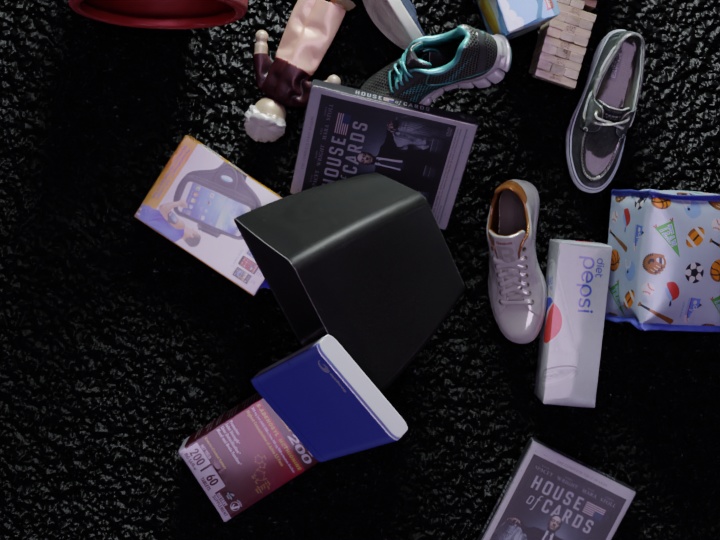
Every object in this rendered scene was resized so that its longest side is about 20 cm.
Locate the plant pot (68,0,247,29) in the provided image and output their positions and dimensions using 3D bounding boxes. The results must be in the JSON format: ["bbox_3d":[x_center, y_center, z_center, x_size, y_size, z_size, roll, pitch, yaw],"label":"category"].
[{"bbox_3d":[-0.224,-0.378,1.187,0.199,0.200,0.184,1,93,-2],"label":"plant pot"}]

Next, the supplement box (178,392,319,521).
[{"bbox_3d":[-0.111,0.207,1.315,0.199,0.061,0.109,-33,95,1],"label":"supplement box"}]

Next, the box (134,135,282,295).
[{"bbox_3d":[-0.160,-0.061,1.298,0.199,0.041,0.119,33,94,-2],"label":"box"}]

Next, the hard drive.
[{"bbox_3d":[-0.040,0.149,1.190,0.132,0.200,0.025,50,60,-5],"label":"hard drive"}]

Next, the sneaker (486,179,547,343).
[{"bbox_3d":[0.178,-0.009,1.283,0.072,0.085,0.201,-3,92,25],"label":"sneaker"}]

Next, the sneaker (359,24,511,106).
[{"bbox_3d":[0.070,-0.237,1.231,0.199,0.091,0.078,-20,70,31],"label":"sneaker"}]

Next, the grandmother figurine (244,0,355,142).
[{"bbox_3d":[-0.078,-0.243,1.277,0.121,0.061,0.201,33,97,23],"label":"grandmother figurine"}]

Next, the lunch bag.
[{"bbox_3d":[0.408,-0.011,1.281,0.199,0.124,0.171,4,96,-16],"label":"lunch bag"}]

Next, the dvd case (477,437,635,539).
[{"bbox_3d":[0.237,0.334,1.347,0.150,0.025,0.201,26,95,-4],"label":"dvd case"}]

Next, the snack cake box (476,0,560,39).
[{"bbox_3d":[0.159,-0.374,1.238,0.067,0.115,0.201,-20,95,0],"label":"snack cake box"}]

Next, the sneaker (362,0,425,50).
[{"bbox_3d":[0.034,-0.359,1.261,0.084,0.075,0.200,-38,104,-16],"label":"sneaker"}]

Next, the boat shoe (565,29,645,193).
[{"bbox_3d":[0.295,-0.193,1.281,0.072,0.071,0.201,9,96,-3],"label":"boat shoe"}]

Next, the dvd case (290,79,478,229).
[{"bbox_3d":[0.025,-0.136,1.269,0.199,0.025,0.151,12,125,-3],"label":"dvd case"}]

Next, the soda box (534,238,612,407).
[{"bbox_3d":[0.260,0.064,1.309,0.068,0.063,0.201,5,95,-2],"label":"soda box"}]

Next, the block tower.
[{"bbox_3d":[0.256,-0.321,1.277,0.054,0.058,0.201,16,93,-3],"label":"block tower"}]

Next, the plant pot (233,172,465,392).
[{"bbox_3d":[0.000,0.000,1.220,0.177,0.199,0.201,-32,116,-13],"label":"plant pot"}]
